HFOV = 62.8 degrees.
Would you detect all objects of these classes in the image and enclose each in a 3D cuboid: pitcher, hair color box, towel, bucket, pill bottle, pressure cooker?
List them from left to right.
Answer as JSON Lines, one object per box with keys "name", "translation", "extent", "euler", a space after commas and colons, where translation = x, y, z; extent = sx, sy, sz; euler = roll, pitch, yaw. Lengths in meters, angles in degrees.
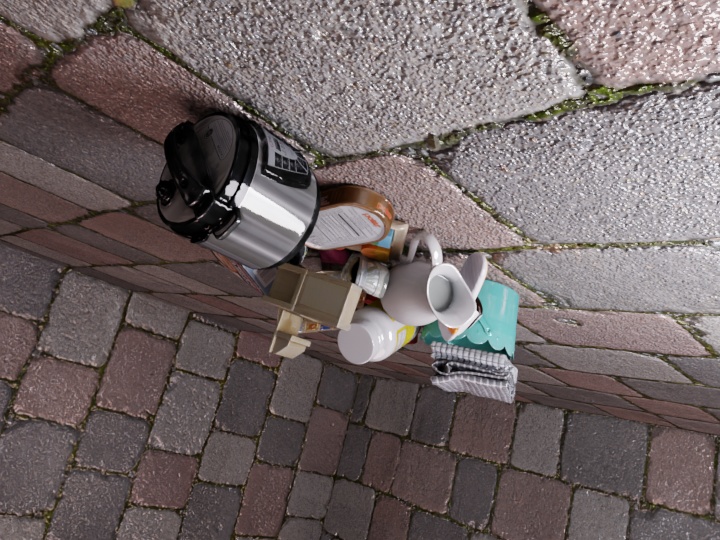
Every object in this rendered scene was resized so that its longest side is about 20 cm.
{"name": "pressure cooker", "translation": [-0.172, -0.107, 0.785], "extent": [0.175, 0.180, 0.200], "euler": [6, 164, 42]}
{"name": "hair color box", "translation": [-0.242, -0.031, 1.198], "extent": [0.200, 0.061, 0.099], "euler": [29, 157, 45]}
{"name": "pill bottle", "translation": [0.039, 0.118, 1.196], "extent": [0.111, 0.112, 0.200], "euler": [7, -166, 29]}
{"name": "pitcher", "translation": [0.106, 0.017, 1.072], "extent": [0.120, 0.173, 0.200], "euler": [-20, -174, -22]}
{"name": "bucket", "translation": [0.233, 0.102, 1.239], "extent": [0.205, 0.136, 0.207], "euler": [13, 165, 4]}
{"name": "towel", "translation": [0.238, 0.219, 1.229], "extent": [0.164, 0.086, 0.200], "euler": [8, 165, 22]}

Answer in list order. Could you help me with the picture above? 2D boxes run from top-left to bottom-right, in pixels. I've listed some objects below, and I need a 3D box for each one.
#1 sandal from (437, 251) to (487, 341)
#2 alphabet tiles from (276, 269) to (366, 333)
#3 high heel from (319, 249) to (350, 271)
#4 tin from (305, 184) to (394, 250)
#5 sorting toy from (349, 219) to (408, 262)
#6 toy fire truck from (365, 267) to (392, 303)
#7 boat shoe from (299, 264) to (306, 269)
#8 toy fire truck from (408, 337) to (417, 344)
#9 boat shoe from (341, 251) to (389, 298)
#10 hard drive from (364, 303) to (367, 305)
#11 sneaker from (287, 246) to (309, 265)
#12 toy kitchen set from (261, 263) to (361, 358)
{"name": "sandal", "translation": [0.203, 0.055, 1.084], "extent": [0.059, 0.080, 0.207], "euler": [4, 134, -19]}
{"name": "alphabet tiles", "translation": [-0.080, 0.068, 1.268], "extent": [0.198, 0.167, 0.006], "euler": [-4, -143, -24]}
{"name": "high heel", "translation": [-0.062, 0.008, 1.266], "extent": [0.067, 0.097, 0.200], "euler": [14, 166, 5]}
{"name": "tin", "translation": [-0.038, -0.080, 0.954], "extent": [0.199, 0.042, 0.112], "euler": [-8, 147, 36]}
{"name": "sorting toy", "translation": [-0.012, -0.064, 1.065], "extent": [0.184, 0.037, 0.200], "euler": [14, 166, 4]}
{"name": "toy fire truck", "translation": [0.048, 0.038, 1.362], "extent": [0.199, 0.049, 0.141], "euler": [2, 161, 40]}
{"name": "boat shoe", "translation": [-0.162, 0.000, 1.307], "extent": [0.200, 0.072, 0.076], "euler": [43, -179, 6]}
{"name": "toy fire truck", "translation": [0.117, 0.125, 1.534], "extent": [0.167, 0.113, 0.199], "euler": [3, 179, -45]}
{"name": "boat shoe", "translation": [0.000, 0.002, 1.141], "extent": [0.064, 0.075, 0.202], "euler": [15, -169, -17]}
{"name": "hard drive", "translation": [-0.060, 0.072, 1.527], "extent": [0.134, 0.043, 0.200], "euler": [25, 179, -34]}
{"name": "sneaker", "translation": [-0.134, -0.052, 1.155], "extent": [0.071, 0.083, 0.200], "euler": [34, 161, -5]}
{"name": "toy kitchen set", "translation": [-0.069, 0.103, 1.110], "extent": [0.179, 0.164, 0.200], "euler": [15, 172, 31]}
